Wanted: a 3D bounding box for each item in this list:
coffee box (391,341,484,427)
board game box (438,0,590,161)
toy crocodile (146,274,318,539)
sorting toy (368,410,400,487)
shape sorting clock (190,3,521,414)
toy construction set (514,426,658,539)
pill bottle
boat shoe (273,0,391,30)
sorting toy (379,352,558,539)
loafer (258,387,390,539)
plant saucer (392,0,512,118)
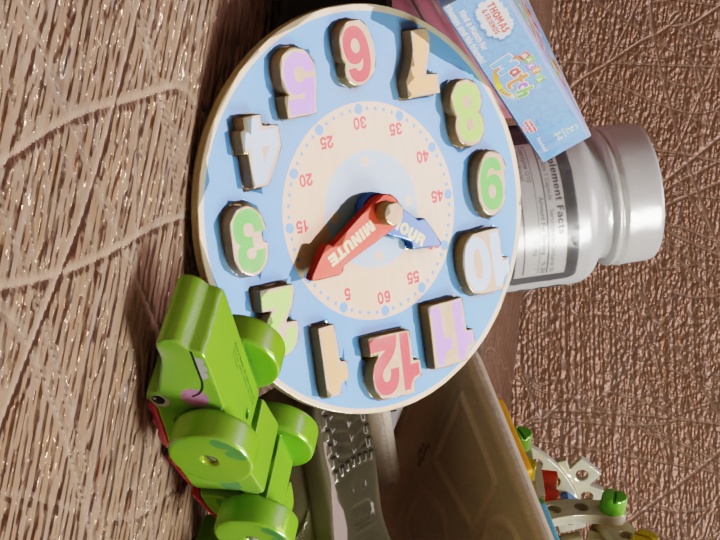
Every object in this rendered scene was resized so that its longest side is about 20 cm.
[{"bbox_3d":[0.037,0.095,1.201,0.114,0.079,0.201,109,-8,-62],"label":"coffee box"},{"bbox_3d":[0.056,-0.177,0.910,0.151,0.036,0.201,47,20,-53],"label":"board game box"},{"bbox_3d":[-0.062,0.076,0.754,0.200,0.061,0.068,74,23,-53],"label":"toy crocodile"},{"bbox_3d":[0.000,0.000,0.964,0.185,0.036,0.201,80,0,-57],"label":"sorting toy"},{"bbox_3d":[0.005,-0.030,0.811,0.199,0.039,0.201,-5,99,-38],"label":"shape sorting clock"},{"bbox_3d":[0.135,0.167,1.182,0.200,0.130,0.093,-91,-174,-79],"label":"toy construction set"},{"bbox_3d":[0.096,-0.041,1.126,0.113,0.199,0.114,173,-90,-81],"label":"pill bottle"},{"bbox_3d":[-0.013,-0.116,0.884,0.074,0.075,0.201,72,25,-74],"label":"boat shoe"},{"bbox_3d":[0.071,0.168,0.976,0.186,0.036,0.201,109,-35,-45],"label":"sorting toy"},{"bbox_3d":[-0.023,0.152,0.878,0.076,0.067,0.201,0,83,-59],"label":"loafer"},{"bbox_3d":[0.053,-0.183,1.093,0.201,0.051,0.201,56,15,-24],"label":"plant saucer"}]
